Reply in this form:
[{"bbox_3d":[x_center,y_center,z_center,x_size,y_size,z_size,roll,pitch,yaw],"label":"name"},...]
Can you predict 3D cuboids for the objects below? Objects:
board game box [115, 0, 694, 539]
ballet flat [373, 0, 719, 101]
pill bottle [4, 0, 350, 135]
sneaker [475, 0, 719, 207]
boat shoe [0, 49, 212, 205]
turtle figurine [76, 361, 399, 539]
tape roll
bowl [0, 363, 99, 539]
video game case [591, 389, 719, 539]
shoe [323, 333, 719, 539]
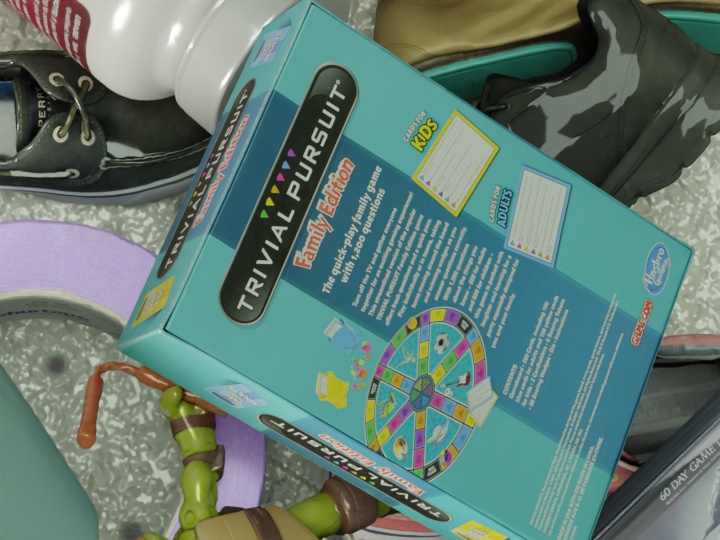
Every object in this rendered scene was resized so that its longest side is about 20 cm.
[{"bbox_3d":[0.023,0.010,0.920,0.200,0.047,0.151,31,66,-19],"label":"board game box"},{"bbox_3d":[0.102,-0.120,1.063,0.199,0.069,0.063,-7,66,-7],"label":"ballet flat"},{"bbox_3d":[-0.105,-0.148,1.003,0.200,0.113,0.113,41,80,17],"label":"pill bottle"},{"bbox_3d":[0.075,-0.037,1.024,0.091,0.076,0.200,38,90,-12],"label":"sneaker"},{"bbox_3d":[-0.146,-0.066,1.035,0.199,0.057,0.069,-3,81,-5],"label":"boat shoe"},{"bbox_3d":[-0.034,0.127,0.941,0.161,0.064,0.201,-2,54,-26],"label":"turtle figurine"},{"bbox_3d":[-0.141,0.082,1.008,0.199,0.066,0.201,1,81,-6],"label":"tape roll"},{"bbox_3d":[-0.173,0.126,0.884,0.105,0.201,0.201,38,79,-17],"label":"bowl"},{"bbox_3d":[0.193,0.136,1.003,0.143,0.019,0.200,-42,117,-10],"label":"video game case"},{"bbox_3d":[0.082,0.070,1.015,0.199,0.091,0.072,-13,82,-7],"label":"shoe"}]
